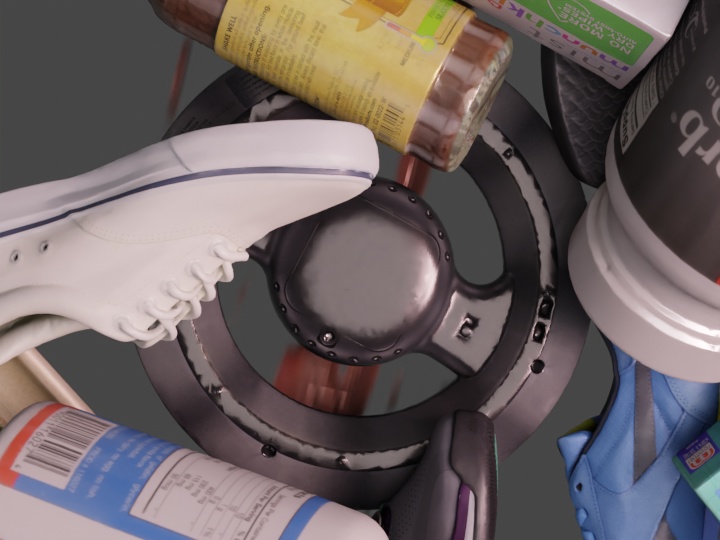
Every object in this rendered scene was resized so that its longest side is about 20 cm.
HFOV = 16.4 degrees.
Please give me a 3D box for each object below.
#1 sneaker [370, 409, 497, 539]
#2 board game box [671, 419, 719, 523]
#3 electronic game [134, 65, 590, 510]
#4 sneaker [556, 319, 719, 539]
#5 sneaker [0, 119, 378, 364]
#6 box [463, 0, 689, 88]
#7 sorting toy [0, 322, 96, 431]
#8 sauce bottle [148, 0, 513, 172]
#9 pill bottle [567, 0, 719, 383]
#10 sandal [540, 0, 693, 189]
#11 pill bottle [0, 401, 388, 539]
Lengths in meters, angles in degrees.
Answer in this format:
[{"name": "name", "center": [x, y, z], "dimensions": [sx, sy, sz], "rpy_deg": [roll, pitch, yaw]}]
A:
[{"name": "sneaker", "center": [0.004, 0.144, 1.036], "dimensions": [0.087, 0.075, 0.201], "rpy_deg": [10, 118, 0]}, {"name": "board game box", "center": [0.249, 0.074, 1.006], "dimensions": [0.200, 0.045, 0.152], "rpy_deg": [-40, 104, 5]}, {"name": "electronic game", "center": [0.000, 0.000, 1.049], "dimensions": [0.198, 0.042, 0.202], "rpy_deg": [0, 93, -3]}, {"name": "sneaker", "center": [0.119, 0.109, 1.077], "dimensions": [0.078, 0.066, 0.202], "rpy_deg": [5, 97, 2]}, {"name": "sneaker", "center": [-0.080, -0.006, 0.989], "dimensions": [0.199, 0.073, 0.071], "rpy_deg": [-16, 76, 23]}, {"name": "box", "center": [0.062, -0.199, 0.971], "dimensions": [0.199, 0.097, 0.177], "rpy_deg": [29, 80, -1]}, {"name": "sorting toy", "center": [-0.171, 0.143, 1.048], "dimensions": [0.200, 0.036, 0.185], "rpy_deg": [-41, 102, -1]}, {"name": "sauce bottle", "center": [-0.037, -0.111, 0.999], "dimensions": [0.199, 0.065, 0.065], "rpy_deg": [28, 94, 4]}, {"name": "pill bottle", "center": [0.163, -0.053, 0.950], "dimensions": [0.115, 0.116, 0.200], "rpy_deg": [19, 135, -11]}, {"name": "sandal", "center": [0.106, -0.134, 1.051], "dimensions": [0.075, 0.043, 0.202], "rpy_deg": [-3, 89, -16]}, {"name": "pill bottle", "center": [-0.054, 0.133, 0.966], "dimensions": [0.199, 0.112, 0.113], "rpy_deg": [20, 96, 13]}]
